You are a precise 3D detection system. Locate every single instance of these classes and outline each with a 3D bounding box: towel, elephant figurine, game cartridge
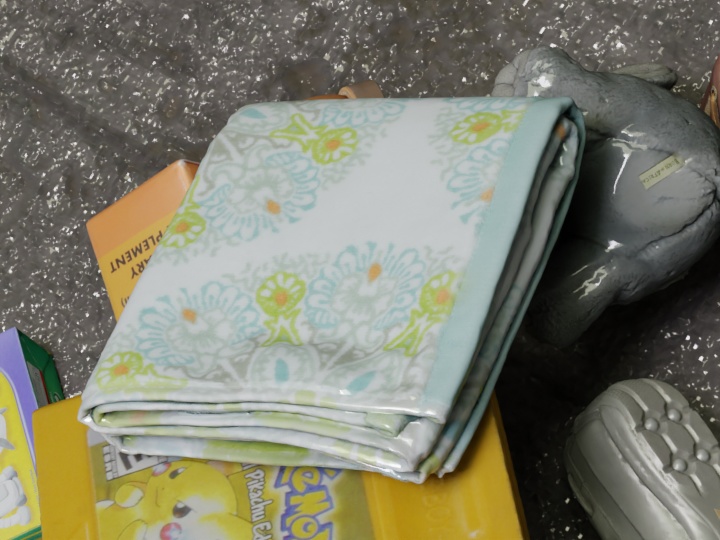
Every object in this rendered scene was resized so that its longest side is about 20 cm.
[{"bbox_3d":[-0.011,0.000,1.139,0.170,0.048,0.201,4,48,27],"label":"towel"},{"bbox_3d":[0.100,-0.046,1.294,0.155,0.200,0.142,35,95,-1],"label":"elephant figurine"},{"bbox_3d":[-0.035,0.097,1.114,0.199,0.033,0.177,-20,46,8],"label":"game cartridge"}]

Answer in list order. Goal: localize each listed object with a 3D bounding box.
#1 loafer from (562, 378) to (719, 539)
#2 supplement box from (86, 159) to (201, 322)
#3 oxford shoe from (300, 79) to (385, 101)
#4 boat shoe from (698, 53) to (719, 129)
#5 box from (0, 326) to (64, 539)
[{"bbox_3d":[0.158,0.143,1.231,0.070,0.070,0.201,-52,57,42],"label":"loafer"},{"bbox_3d":[-0.056,0.054,1.226,0.066,0.069,0.201,-32,68,25],"label":"supplement box"},{"bbox_3d":[0.000,0.000,1.233,0.071,0.072,0.201,-13,49,-12],"label":"oxford shoe"},{"bbox_3d":[0.207,-0.019,1.261,0.072,0.072,0.201,-14,58,-5],"label":"boat shoe"},{"bbox_3d":[-0.242,0.124,1.411,0.199,0.048,0.118,-27,60,12],"label":"box"}]
